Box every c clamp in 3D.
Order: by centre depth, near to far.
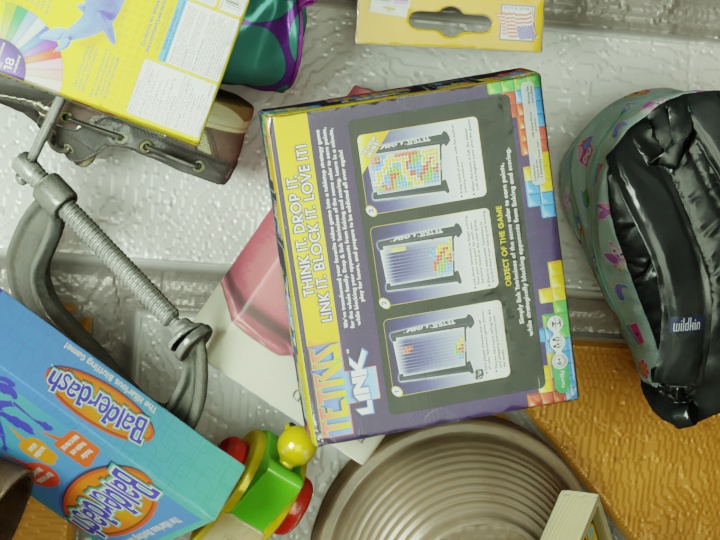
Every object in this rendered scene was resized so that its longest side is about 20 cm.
[{"bbox_3d":[-0.156,0.011,1.155,0.200,0.027,0.171,49,133,9],"label":"c clamp"}]

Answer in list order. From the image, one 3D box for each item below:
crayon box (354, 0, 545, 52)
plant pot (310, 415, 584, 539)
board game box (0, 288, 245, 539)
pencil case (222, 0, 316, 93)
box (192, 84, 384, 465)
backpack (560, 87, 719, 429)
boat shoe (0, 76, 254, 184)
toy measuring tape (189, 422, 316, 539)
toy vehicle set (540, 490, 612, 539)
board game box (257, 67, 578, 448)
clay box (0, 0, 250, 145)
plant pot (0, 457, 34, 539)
[{"bbox_3d":[0.057,-0.243,1.202,0.125,0.052,0.201,2,98,-10],"label":"crayon box"},{"bbox_3d":[0.070,0.201,1.256,0.200,0.093,0.202,-1,98,-9],"label":"plant pot"},{"bbox_3d":[-0.188,0.096,1.166,0.200,0.152,0.045,37,59,-13],"label":"board game box"},{"bbox_3d":[-0.132,-0.168,1.163,0.199,0.093,0.085,9,57,-12],"label":"pencil case"},{"bbox_3d":[0.000,0.000,1.202,0.128,0.109,0.200,34,92,-14],"label":"box"},{"bbox_3d":[0.213,-0.020,1.227,0.166,0.127,0.201,-30,102,-16],"label":"backpack"},{"bbox_3d":[-0.168,-0.096,1.176,0.199,0.073,0.065,10,98,-6],"label":"boat shoe"},{"bbox_3d":[-0.088,0.164,1.240,0.073,0.074,0.200,33,121,-13],"label":"toy measuring tape"},{"bbox_3d":[0.144,0.256,1.229,0.026,0.124,0.200,5,135,28],"label":"toy vehicle set"},{"bbox_3d":[0.035,-0.009,1.123,0.164,0.057,0.201,-9,101,-6],"label":"board game box"},{"bbox_3d":[-0.169,-0.159,1.090,0.199,0.048,0.115,20,90,-9],"label":"clay box"},{"bbox_3d":[-0.333,0.156,1.150,0.199,0.187,0.187,29,93,3],"label":"plant pot"}]
